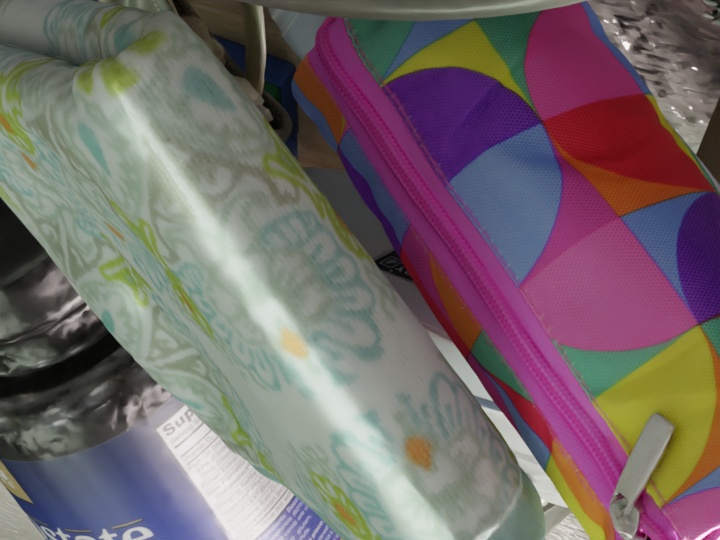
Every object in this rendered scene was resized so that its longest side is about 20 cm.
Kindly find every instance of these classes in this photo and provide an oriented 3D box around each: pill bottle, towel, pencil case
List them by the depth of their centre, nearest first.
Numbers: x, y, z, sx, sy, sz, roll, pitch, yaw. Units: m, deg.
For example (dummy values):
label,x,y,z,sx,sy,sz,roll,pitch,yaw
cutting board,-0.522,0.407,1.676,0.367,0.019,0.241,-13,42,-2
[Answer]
label,x,y,z,sx,sy,sz,roll,pitch,yaw
pencil case,0.058,0.000,0.707,0.200,0.088,0.088,58,-179,24
towel,-0.041,0.002,0.747,0.171,0.048,0.200,51,168,-19
pill bottle,-0.082,0.047,0.983,0.112,0.112,0.200,12,145,42

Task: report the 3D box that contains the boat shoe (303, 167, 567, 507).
label,x,y,z,sx,sy,sz,roll,pitch,yaw
boat shoe,0.007,0.022,0.875,0.200,0.074,0.065,29,133,48

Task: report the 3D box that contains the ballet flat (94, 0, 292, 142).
label,x,y,z,sx,sy,sz,roll,pitch,yaw
ballet flat,-0.072,-0.110,0.871,0.067,0.064,0.200,-110,-2,-50

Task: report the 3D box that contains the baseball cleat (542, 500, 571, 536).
label,x,y,z,sx,sy,sz,roll,pitch,yaw
baseball cleat,0.071,0.069,1.153,0.106,0.070,0.200,24,-153,31

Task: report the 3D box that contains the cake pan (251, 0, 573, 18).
label,x,y,z,sx,sy,sz,roll,pitch,yaw
cake pan,0.003,-0.119,0.597,0.200,0.037,0.200,3,156,1

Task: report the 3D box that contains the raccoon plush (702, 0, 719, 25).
label,x,y,z,sx,sy,sz,roll,pitch,yaw
raccoon plush,0.108,-0.035,0.683,0.200,0.134,0.097,14,164,37

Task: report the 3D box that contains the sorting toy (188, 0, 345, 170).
label,x,y,z,sx,sy,sz,roll,pitch,yaw
sorting toy,0.000,0.000,1.022,0.200,0.070,0.199,21,147,15

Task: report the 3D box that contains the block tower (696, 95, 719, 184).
label,x,y,z,sx,sy,sz,roll,pitch,yaw
block tower,0.182,0.006,0.886,0.054,0.058,0.200,12,163,46

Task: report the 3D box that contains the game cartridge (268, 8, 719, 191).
label,x,y,z,sx,sy,sz,roll,pitch,yaw
game cartridge,0.053,-0.037,0.844,0.200,0.040,0.133,48,162,0
